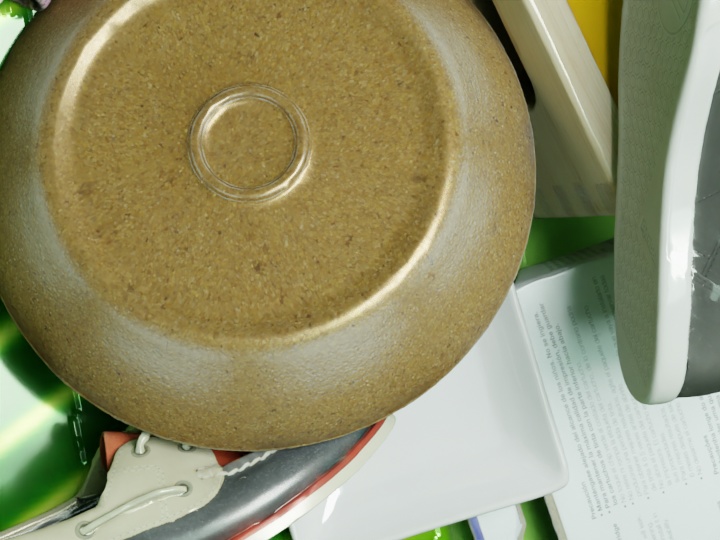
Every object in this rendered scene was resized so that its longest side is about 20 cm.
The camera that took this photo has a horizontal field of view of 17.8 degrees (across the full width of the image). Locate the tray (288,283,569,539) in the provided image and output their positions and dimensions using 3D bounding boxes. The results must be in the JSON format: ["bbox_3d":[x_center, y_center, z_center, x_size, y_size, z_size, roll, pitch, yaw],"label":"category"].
[{"bbox_3d":[0.000,0.000,0.854,0.107,0.022,0.201,-17,97,2],"label":"tray"}]

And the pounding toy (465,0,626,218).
[{"bbox_3d":[0.133,-0.112,0.858,0.184,0.142,0.201,-31,101,-19],"label":"pounding toy"}]

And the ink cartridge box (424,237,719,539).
[{"bbox_3d":[0.138,0.078,0.904,0.199,0.043,0.197,-19,97,-2],"label":"ink cartridge box"}]

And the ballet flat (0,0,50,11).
[{"bbox_3d":[-0.166,-0.101,0.746,0.200,0.069,0.072,-13,109,-51],"label":"ballet flat"}]

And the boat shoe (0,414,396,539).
[{"bbox_3d":[-0.080,0.087,0.807,0.199,0.071,0.063,-31,89,-11],"label":"boat shoe"}]

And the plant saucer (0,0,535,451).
[{"bbox_3d":[-0.038,-0.039,0.797,0.199,0.035,0.201,0,75,2],"label":"plant saucer"}]

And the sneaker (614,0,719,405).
[{"bbox_3d":[0.144,-0.053,0.783,0.099,0.071,0.201,-1,105,-12],"label":"sneaker"}]
